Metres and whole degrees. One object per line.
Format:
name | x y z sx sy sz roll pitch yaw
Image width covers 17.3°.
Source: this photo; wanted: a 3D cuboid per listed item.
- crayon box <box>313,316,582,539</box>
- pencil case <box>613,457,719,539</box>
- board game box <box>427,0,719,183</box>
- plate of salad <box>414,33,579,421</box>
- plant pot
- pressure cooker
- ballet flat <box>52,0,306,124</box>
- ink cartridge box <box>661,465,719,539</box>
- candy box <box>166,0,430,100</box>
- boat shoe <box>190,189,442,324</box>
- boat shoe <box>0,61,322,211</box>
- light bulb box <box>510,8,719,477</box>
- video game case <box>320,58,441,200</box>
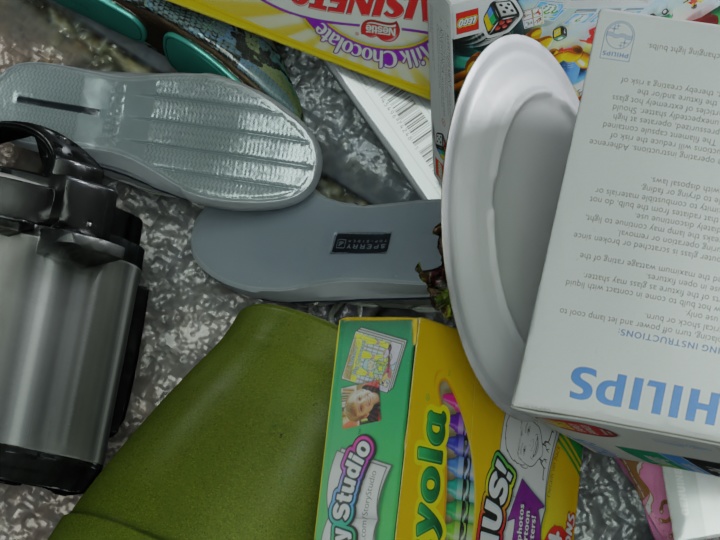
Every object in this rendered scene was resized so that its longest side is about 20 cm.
crayon box | 0.047 0.137 1.237 0.058 0.173 0.200 0 79 35
pencil case | 0.163 0.066 1.337 0.087 0.083 0.200 -37 82 32
board game box | 0.134 -0.122 1.297 0.200 0.126 0.035 -16 39 -16
plate of salad | 0.079 -0.022 1.226 0.048 0.200 0.200 -1 81 29
plant pot | -0.053 0.130 1.292 0.200 0.200 0.193 26 72 5
pressure cooker | -0.209 0.015 1.306 0.176 0.179 0.200 9 83 6
ballet flat | -0.103 -0.153 1.384 0.200 0.074 0.074 33 84 4
ink cartridge box | 0.244 0.043 1.295 0.173 0.044 0.200 -11 77 13
candy box | -0.004 -0.163 1.313 0.200 0.026 0.102 21 121 6
boat shoe | 0.002 -0.004 1.354 0.202 0.086 0.075 1 65 31
boat shoe | -0.112 -0.081 1.364 0.200 0.067 0.074 17 86 12
light bulb box | 0.175 -0.003 1.196 0.125 0.198 0.200 10 83 19
video game case | 0.059 -0.163 1.358 0.182 0.022 0.200 -35 83 -1
